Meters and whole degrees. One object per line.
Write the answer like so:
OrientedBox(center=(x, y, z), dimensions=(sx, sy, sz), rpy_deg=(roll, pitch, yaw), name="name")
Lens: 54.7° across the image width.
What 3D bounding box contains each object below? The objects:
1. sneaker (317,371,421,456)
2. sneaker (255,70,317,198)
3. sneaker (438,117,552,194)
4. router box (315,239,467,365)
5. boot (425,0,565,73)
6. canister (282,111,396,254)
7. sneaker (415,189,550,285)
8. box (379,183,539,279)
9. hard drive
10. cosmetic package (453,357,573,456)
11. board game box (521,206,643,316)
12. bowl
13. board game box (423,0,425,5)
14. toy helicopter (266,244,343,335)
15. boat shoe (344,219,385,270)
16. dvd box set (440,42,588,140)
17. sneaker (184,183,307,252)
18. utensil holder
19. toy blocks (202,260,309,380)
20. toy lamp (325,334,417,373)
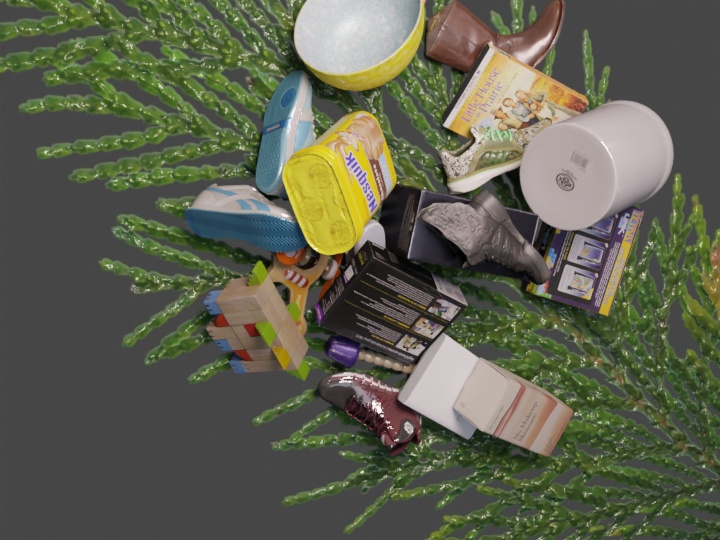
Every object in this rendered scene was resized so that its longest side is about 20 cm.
OrientedBox(center=(0.022, 0.244, 1.162), dimensions=(0.197, 0.117, 0.076), rpy_deg=(16, 131, -17), name="sneaker")
OrientedBox(center=(-0.086, -0.196, 1.085), dimensions=(0.130, 0.079, 0.204), rpy_deg=(23, 75, -43), name="sneaker")
OrientedBox(center=(0.214, -0.203, 1.126), dimensions=(0.198, 0.077, 0.089), rpy_deg=(-29, 111, 14), name="sneaker")
OrientedBox(center=(0.049, 0.056, 1.105), dimensions=(0.198, 0.051, 0.150), rpy_deg=(26, 117, -29), name="router box")
OrientedBox(center=(0.214, -0.395, 1.125), dimensions=(0.198, 0.064, 0.189), rpy_deg=(25, 95, -14), name="boot")
OrientedBox(center=(-0.022, -0.136, 1.023), dimensions=(0.085, 0.200, 0.150), rpy_deg=(-9, 115, 27), name="canister")
OrientedBox(center=(0.178, -0.033, 0.997), dimensions=(0.104, 0.060, 0.201), rpy_deg=(-41, 103, -5), name="sneaker")
OrientedBox(center=(0.147, -0.066, 1.107), dimensions=(0.197, 0.182, 0.106), rpy_deg=(10, 99, -15), name="box")
OrientedBox(center=(0.163, 0.204, 1.207), dimensions=(0.199, 0.026, 0.133), rpy_deg=(35, 87, -39), name="hard drive")
OrientedBox(center=(0.270, 0.242, 1.220), dimensions=(0.198, 0.087, 0.105), rpy_deg=(26, 95, -36), name="cosmetic package")
OrientedBox(center=(0.396, -0.038, 1.244), dimensions=(0.163, 0.057, 0.203), rpy_deg=(16, 96, -19), name="board game box")
OrientedBox(center=(0.010, -0.341, 1.044), dimensions=(0.200, 0.200, 0.108), rpy_deg=(-42, 149, -3), name="bowl")
OrientedBox(center=(0.029, -0.488, 1.076), dimensions=(0.197, 0.030, 0.097), rpy_deg=(23, 95, -20), name="board game box")
OrientedBox(center=(-0.091, 0.019, 1.131), dimensions=(0.130, 0.079, 0.203), rpy_deg=(0, 112, -24), name="toy helicopter")
OrientedBox(center=(0.000, 0.000, 1.142), dimensions=(0.069, 0.066, 0.203), rpy_deg=(-25, 130, -28), name="boat shoe")
OrientedBox(center=(0.252, -0.262, 1.143), dimensions=(0.197, 0.030, 0.147), rpy_deg=(23, 122, -18), name="dvd box set")
OrientedBox(center=(-0.159, -0.086, 1.038), dimensions=(0.197, 0.081, 0.077), rpy_deg=(13, 138, 13), name="sneaker")
OrientedBox(center=(0.362, -0.162, 1.075), dimensions=(0.198, 0.168, 0.173), rpy_deg=(-24, 109, -42), name="utensil holder")
OrientedBox(center=(-0.176, 0.088, 1.089), dimensions=(0.135, 0.101, 0.202), rpy_deg=(-7, 126, 28), name="toy blocks")
OrientedBox(center=(0.036, 0.152, 1.186), dimensions=(0.197, 0.058, 0.059), rpy_deg=(16, 97, -17), name="toy lamp")
